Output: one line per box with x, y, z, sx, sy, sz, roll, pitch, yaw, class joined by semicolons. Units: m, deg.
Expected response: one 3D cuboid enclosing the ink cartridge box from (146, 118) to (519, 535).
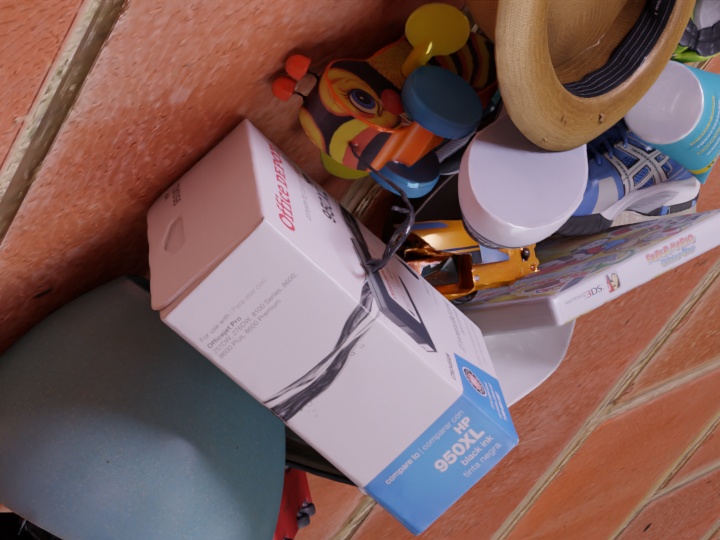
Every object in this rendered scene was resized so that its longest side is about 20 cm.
-0.018;0.029;1.480;0.084;0.200;0.145;-43;-157;13;ink cartridge box

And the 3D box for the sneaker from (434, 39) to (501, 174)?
0.115;-0.130;1.637;0.200;0.075;0.088;-31;175;11;sneaker

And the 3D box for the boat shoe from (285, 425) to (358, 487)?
-0.055;0.087;1.642;0.076;0.200;0.060;93;8;-54;boat shoe

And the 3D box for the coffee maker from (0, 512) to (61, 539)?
-0.267;0.195;1.628;0.192;0.135;0.200;-65;160;1;coffee maker

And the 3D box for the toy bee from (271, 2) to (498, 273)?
0.012;-0.096;1.490;0.131;0.109;0.200;-54;-178;17;toy bee

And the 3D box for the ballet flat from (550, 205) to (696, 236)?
0.196;-0.050;1.990;0.200;0.067;0.062;-8;117;-62;ballet flat

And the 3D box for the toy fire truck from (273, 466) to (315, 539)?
-0.104;0.151;1.719;0.141;0.049;0.200;-12;-172;9;toy fire truck

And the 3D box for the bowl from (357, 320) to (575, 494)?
0.057;0.064;1.955;0.200;0.075;0.200;-34;161;-13;bowl

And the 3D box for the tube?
0.211;-0.096;1.688;0.078;0.050;0.200;-60;163;8;tube

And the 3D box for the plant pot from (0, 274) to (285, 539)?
-0.121;0.082;1.532;0.135;0.200;0.200;-63;158;4;plant pot

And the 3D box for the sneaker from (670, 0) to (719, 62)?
0.215;-0.173;1.718;0.081;0.074;0.200;-19;-177;40;sneaker

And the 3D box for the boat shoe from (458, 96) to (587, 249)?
0.084;-0.056;1.509;0.066;0.070;0.200;-57;-172;32;boat shoe

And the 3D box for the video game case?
0.117;0.006;1.752;0.182;0.023;0.200;-25;-169;-40;video game case

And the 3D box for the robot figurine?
0.000;0.000;1.643;0.200;0.058;0.145;-6;174;-33;robot figurine

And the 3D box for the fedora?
0.112;-0.165;1.461;0.200;0.082;0.201;-34;137;-38;fedora

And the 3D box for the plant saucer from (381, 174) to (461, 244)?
0.087;-0.061;1.784;0.200;0.032;0.200;-33;160;-13;plant saucer

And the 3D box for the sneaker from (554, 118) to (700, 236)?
0.154;-0.075;1.744;0.200;0.076;0.077;-17;130;-47;sneaker
